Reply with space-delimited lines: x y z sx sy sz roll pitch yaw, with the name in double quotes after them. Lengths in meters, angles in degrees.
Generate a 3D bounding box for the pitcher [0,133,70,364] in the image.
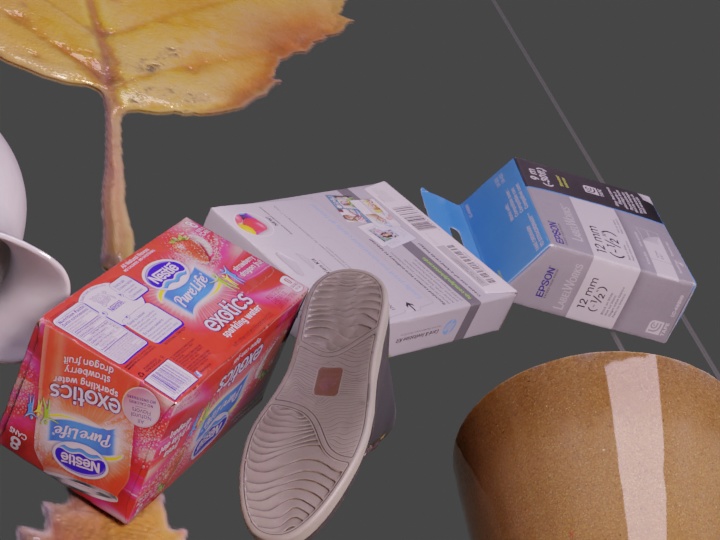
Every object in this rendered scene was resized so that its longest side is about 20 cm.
-0.280 -0.034 1.240 0.170 0.122 0.200 13 23 -31 "pitcher"

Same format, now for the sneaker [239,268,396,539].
-0.015 0.108 1.284 0.074 0.107 0.201 8 52 18 "sneaker"

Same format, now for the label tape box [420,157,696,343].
0.159 -0.026 1.667 0.198 0.066 0.144 17 28 -19 "label tape box"

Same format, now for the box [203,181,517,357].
0.000 0.000 1.515 0.156 0.041 0.199 40 30 28 "box"

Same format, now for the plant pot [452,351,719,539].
0.149 0.184 1.193 0.185 0.187 0.201 16 43 -16 "plant pot"

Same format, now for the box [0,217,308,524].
-0.124 0.056 1.250 0.099 0.096 0.200 30 28 10 "box"
